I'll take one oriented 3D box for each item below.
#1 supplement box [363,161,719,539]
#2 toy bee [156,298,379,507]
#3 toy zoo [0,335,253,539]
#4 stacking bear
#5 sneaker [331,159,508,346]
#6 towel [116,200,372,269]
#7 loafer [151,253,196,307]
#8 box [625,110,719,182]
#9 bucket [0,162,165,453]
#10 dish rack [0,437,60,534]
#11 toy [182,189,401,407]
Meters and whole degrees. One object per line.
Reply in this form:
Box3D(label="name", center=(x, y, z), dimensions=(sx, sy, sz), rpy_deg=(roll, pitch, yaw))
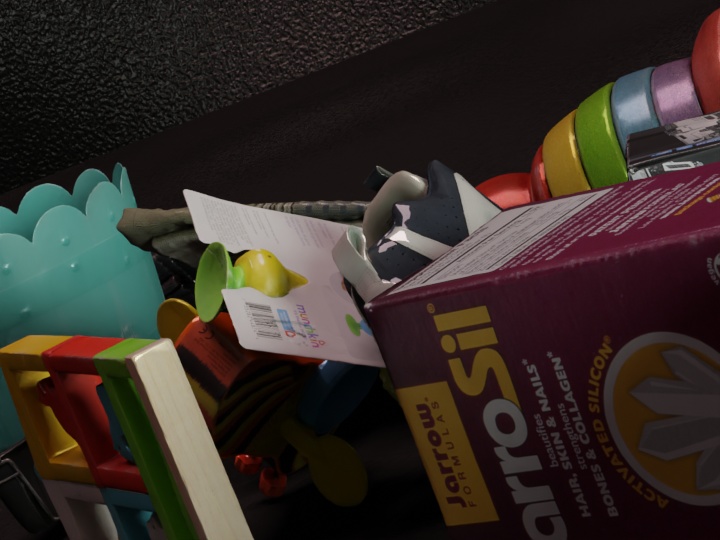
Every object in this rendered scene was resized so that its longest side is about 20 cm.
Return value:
Box3D(label="supplement box", center=(0.119, 0.037, 0.958), dimensions=(0.199, 0.132, 0.103), rpy_deg=(-13, 13, 44))
Box3D(label="toy bee", center=(-0.034, 0.068, 1.246), dimensions=(0.199, 0.109, 0.131), rpy_deg=(11, 28, -43))
Box3D(label="toy zoo", center=(-0.106, 0.092, 1.149), dimensions=(0.020, 0.132, 0.200), rpy_deg=(-26, 11, -25))
Box3D(label="stacking bear", center=(0.141, -0.045, 1.442), dimensions=(0.199, 0.122, 0.114), rpy_deg=(-28, -1, 23))
Box3D(label="sneaker", center=(0.063, -0.003, 1.146), dimensions=(0.198, 0.130, 0.080), rpy_deg=(-23, -25, -44))
Box3D(label="towel", center=(0.000, 0.000, 1.379), dimensions=(0.199, 0.035, 0.192), rpy_deg=(0, -12, 35))
Box3D(label="loafer", center=(-0.151, 0.019, 1.861), dimensions=(0.200, 0.072, 0.063), rpy_deg=(-18, 28, 55))
Box3D(label="box", center=(0.212, -0.054, 1.096), dimensions=(0.198, 0.050, 0.158), rpy_deg=(-15, 6, 8))
Box3D(label="bucket", center=(-0.222, 0.029, 1.719), dimensions=(0.206, 0.136, 0.207), rpy_deg=(-20, 10, 4))
Box3D(label="dish rack", center=(-0.092, 0.069, 1.398), dimensions=(0.199, 0.055, 0.153), rpy_deg=(-29, 5, 26))
Box3D(label="toy", center=(0.014, 0.027, 1.190), dimensions=(0.199, 0.047, 0.115), rpy_deg=(14, 31, -29))
